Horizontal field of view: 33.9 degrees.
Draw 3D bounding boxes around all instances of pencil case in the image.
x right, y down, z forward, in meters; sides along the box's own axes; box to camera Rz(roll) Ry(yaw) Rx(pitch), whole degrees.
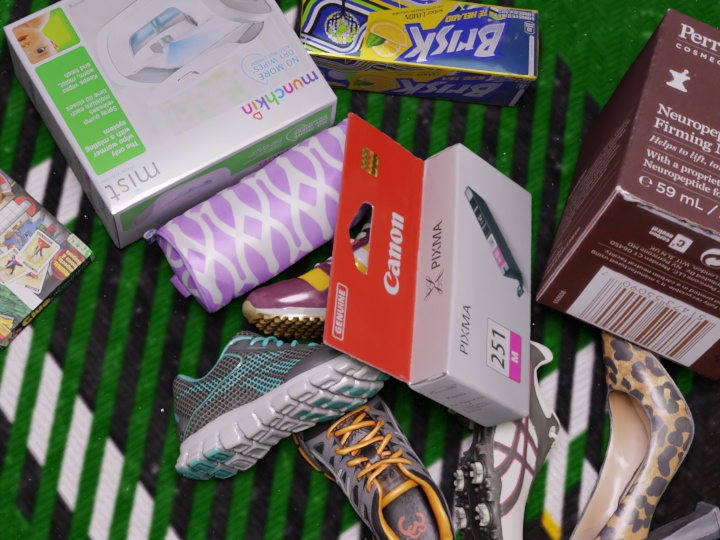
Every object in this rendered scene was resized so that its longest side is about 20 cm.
[{"bbox_3d":[-0.065,-0.042,0.937,0.200,0.086,0.084,-31,76,-13],"label":"pencil case"}]

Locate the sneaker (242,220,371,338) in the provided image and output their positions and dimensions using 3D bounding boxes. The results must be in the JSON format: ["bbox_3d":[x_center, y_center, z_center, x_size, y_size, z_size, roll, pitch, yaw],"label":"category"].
[{"bbox_3d":[0.000,0.000,0.946,0.200,0.075,0.090,-5,78,-18],"label":"sneaker"}]

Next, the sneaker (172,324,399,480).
[{"bbox_3d":[-0.066,0.078,0.883,0.200,0.078,0.091,-29,62,15],"label":"sneaker"}]

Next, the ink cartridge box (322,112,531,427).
[{"bbox_3d":[0.057,-0.007,0.874,0.174,0.044,0.200,30,52,-37],"label":"ink cartridge box"}]

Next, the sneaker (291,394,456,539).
[{"bbox_3d":[0.014,0.150,0.906,0.078,0.077,0.200,-35,81,-13],"label":"sneaker"}]

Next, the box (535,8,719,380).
[{"bbox_3d":[0.259,-0.057,0.921,0.166,0.164,0.200,23,57,0],"label":"box"}]

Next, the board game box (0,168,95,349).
[{"bbox_3d":[-0.319,-0.042,0.934,0.200,0.023,0.105,41,76,3],"label":"board game box"}]

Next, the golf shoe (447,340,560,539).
[{"bbox_3d":[0.118,0.146,0.925,0.088,0.077,0.200,1,76,-15],"label":"golf shoe"}]

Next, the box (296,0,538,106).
[{"bbox_3d":[0.046,-0.188,0.997,0.200,0.070,0.064,4,76,-7],"label":"box"}]

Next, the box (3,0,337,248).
[{"bbox_3d":[-0.150,-0.145,0.947,0.200,0.097,0.177,-28,80,-15],"label":"box"}]

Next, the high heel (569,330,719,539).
[{"bbox_3d":[0.193,0.148,0.934,0.143,0.071,0.200,-20,86,-16],"label":"high heel"}]
